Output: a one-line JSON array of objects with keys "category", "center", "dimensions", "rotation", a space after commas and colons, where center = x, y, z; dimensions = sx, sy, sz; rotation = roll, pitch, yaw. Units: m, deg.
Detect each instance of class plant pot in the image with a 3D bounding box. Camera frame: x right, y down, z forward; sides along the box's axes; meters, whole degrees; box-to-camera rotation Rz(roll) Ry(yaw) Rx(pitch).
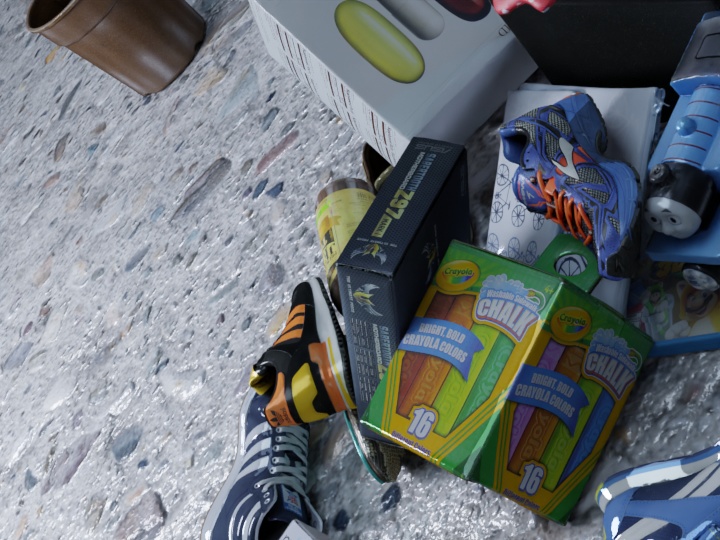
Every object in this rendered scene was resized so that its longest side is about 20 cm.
[{"category": "plant pot", "center": [-0.347, -0.370, 2.008], "dimensions": [0.200, 0.198, 0.200], "rotation": [-34, 35, 29]}, {"category": "plant pot", "center": [0.255, -0.238, 1.116], "dimensions": [0.177, 0.200, 0.200], "rotation": [13, 69, 42]}]

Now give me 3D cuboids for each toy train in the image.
[{"category": "toy train", "center": [0.263, -0.087, 0.976], "dimensions": [0.087, 0.114, 0.200], "rotation": [5, 63, 55]}]

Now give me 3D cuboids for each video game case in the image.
[{"category": "video game case", "center": [0.271, -0.030, 1.035], "dimensions": [0.143, 0.018, 0.200], "rotation": [-14, 48, 47]}]

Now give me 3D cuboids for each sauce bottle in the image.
[{"category": "sauce bottle", "center": [0.000, 0.000, 1.242], "dimensions": [0.065, 0.065, 0.200], "rotation": [-38, 38, 23]}]

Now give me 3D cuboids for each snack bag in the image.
[{"category": "snack bag", "center": [0.165, -0.057, 1.112], "dimensions": [0.200, 0.021, 0.189], "rotation": [18, 100, 62]}]

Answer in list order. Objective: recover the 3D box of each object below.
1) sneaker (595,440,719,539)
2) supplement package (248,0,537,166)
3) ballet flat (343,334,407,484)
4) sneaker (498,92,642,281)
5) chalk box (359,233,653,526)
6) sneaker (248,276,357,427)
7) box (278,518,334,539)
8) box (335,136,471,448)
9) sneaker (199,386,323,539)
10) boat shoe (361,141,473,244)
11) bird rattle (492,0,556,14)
[{"category": "sneaker", "center": [0.234, 0.152, 0.856], "dimensions": [0.200, 0.074, 0.082], "rotation": [-33, 38, 42]}, {"category": "supplement package", "center": [0.042, -0.221, 1.235], "dimensions": [0.191, 0.200, 0.147], "rotation": [-46, -12, -5]}, {"category": "ballet flat", "center": [0.010, 0.106, 1.204], "dimensions": [0.075, 0.068, 0.200], "rotation": [-37, 30, 1]}, {"category": "sneaker", "center": [0.152, -0.055, 0.998], "dimensions": [0.078, 0.075, 0.200], "rotation": [-11, 35, -3]}, {"category": "chalk box", "center": [0.118, 0.061, 1.011], "dimensions": [0.125, 0.124, 0.200], "rotation": [20, 82, 50]}, {"category": "sneaker", "center": [-0.057, 0.069, 1.185], "dimensions": [0.090, 0.070, 0.200], "rotation": [-21, 24, -1]}, {"category": "box", "center": [-0.029, 0.310, 1.014], "dimensions": [0.177, 0.097, 0.200], "rotation": [-55, 31, -4]}, {"category": "box", "center": [0.041, 0.019, 1.095], "dimensions": [0.051, 0.200, 0.158], "rotation": [13, 46, 21]}, {"category": "sneaker", "center": [-0.069, 0.174, 1.225], "dimensions": [0.108, 0.070, 0.200], "rotation": [-3, 63, 57]}, {"category": "boat shoe", "center": [0.043, -0.068, 1.315], "dimensions": [0.075, 0.075, 0.202], "rotation": [-46, 32, 11]}, {"category": "bird rattle", "center": [0.183, -0.271, 1.024], "dimensions": [0.200, 0.113, 0.163], "rotation": [-13, 45, 34]}]
